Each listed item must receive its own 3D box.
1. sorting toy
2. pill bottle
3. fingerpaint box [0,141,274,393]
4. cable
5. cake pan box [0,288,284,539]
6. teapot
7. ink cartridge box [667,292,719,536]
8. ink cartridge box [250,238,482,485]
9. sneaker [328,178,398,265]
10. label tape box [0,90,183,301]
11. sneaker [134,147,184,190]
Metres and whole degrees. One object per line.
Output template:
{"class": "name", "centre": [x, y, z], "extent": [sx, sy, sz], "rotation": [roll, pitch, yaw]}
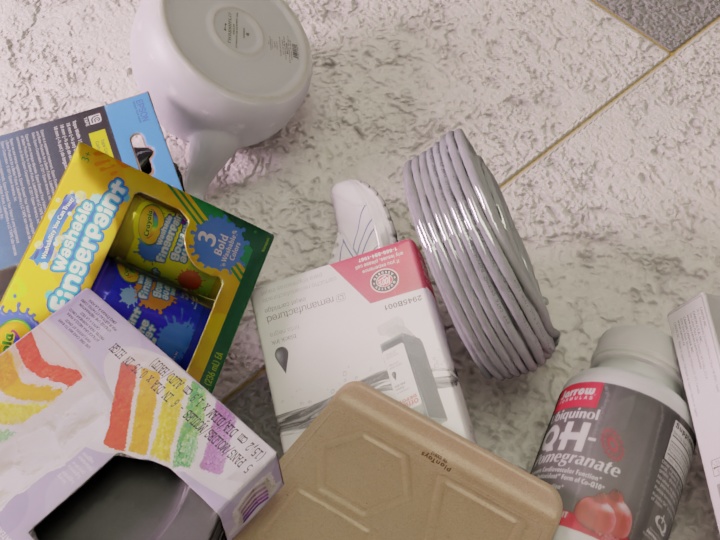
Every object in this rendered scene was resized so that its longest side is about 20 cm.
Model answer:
{"class": "sorting toy", "centre": [0.017, 0.179, 0.593], "extent": [0.183, 0.037, 0.200], "rotation": [26, 43, 16]}
{"class": "pill bottle", "centre": [0.194, 0.146, 0.704], "extent": [0.109, 0.111, 0.201], "rotation": [20, 60, 15]}
{"class": "fingerpaint box", "centre": [-0.180, 0.033, 0.695], "extent": [0.165, 0.073, 0.202], "rotation": [25, 71, -13]}
{"class": "cable", "centre": [0.097, -0.011, 0.745], "extent": [0.068, 0.200, 0.202], "rotation": [-23, 87, 12]}
{"class": "cake pan box", "centre": [-0.172, 0.129, 0.554], "extent": [0.199, 0.053, 0.184], "rotation": [36, 63, 26]}
{"class": "teapot", "centre": [-0.154, -0.203, 0.932], "extent": [0.198, 0.146, 0.200], "rotation": [48, 49, -3]}
{"class": "ink cartridge box", "centre": [0.328, 0.129, 0.693], "extent": [0.174, 0.045, 0.203], "rotation": [14, 56, -26]}
{"class": "ink cartridge box", "centre": [0.006, 0.097, 0.724], "extent": [0.144, 0.085, 0.203], "rotation": [-17, 72, 6]}
{"class": "sneaker", "centre": [0.000, 0.000, 0.833], "extent": [0.086, 0.075, 0.202], "rotation": [-17, 57, -3]}
{"class": "label tape box", "centre": [-0.259, -0.060, 0.804], "extent": [0.197, 0.064, 0.145], "rotation": [-19, 59, -11]}
{"class": "sneaker", "centre": [-0.215, -0.090, 0.880], "extent": [0.066, 0.091, 0.200], "rotation": [-17, 55, -44]}
